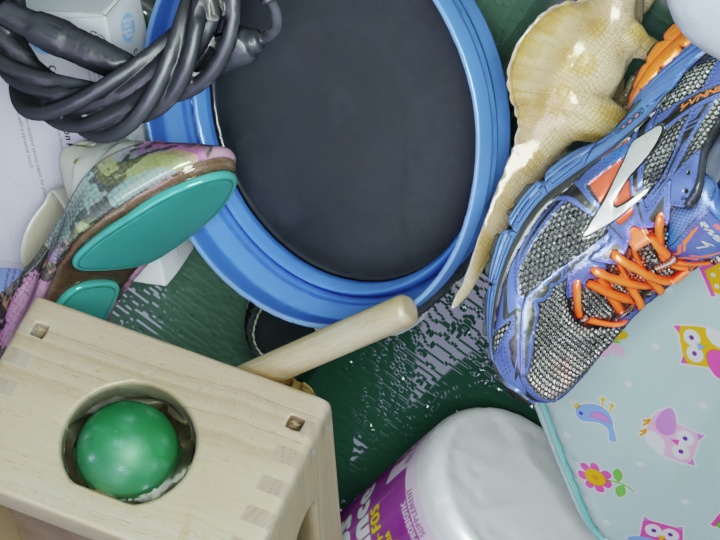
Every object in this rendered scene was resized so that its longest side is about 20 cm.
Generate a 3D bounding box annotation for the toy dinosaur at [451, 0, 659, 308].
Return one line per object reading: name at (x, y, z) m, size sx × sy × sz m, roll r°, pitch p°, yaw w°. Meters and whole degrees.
toy dinosaur at (0.097, -0.076, 1.072) m, size 0.058 × 0.101 × 0.201 m, roll 40°, pitch 108°, yaw 44°

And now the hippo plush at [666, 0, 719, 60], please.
hippo plush at (0.167, -0.146, 0.930) m, size 0.198 × 0.160 × 0.162 m, roll -17°, pitch 121°, yaw -8°

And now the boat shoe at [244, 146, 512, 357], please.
boat shoe at (0.000, 0.000, 1.208) m, size 0.076 × 0.060 × 0.200 m, roll 41°, pitch 131°, yaw -7°

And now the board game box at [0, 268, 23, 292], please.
board game box at (-0.178, -0.052, 1.286) m, size 0.102 × 0.019 × 0.201 m, roll 25°, pitch 130°, yaw 6°

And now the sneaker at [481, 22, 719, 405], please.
sneaker at (0.125, -0.025, 1.029) m, size 0.075 × 0.078 × 0.201 m, roll 31°, pitch 97°, yaw -41°

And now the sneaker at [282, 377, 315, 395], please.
sneaker at (-0.111, 0.103, 1.322) m, size 0.198 × 0.075 × 0.091 m, roll 6°, pitch 133°, yaw 18°

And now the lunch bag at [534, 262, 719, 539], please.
lunch bag at (0.153, 0.041, 1.153) m, size 0.159 × 0.077 × 0.201 m, roll -4°, pitch 121°, yaw 30°

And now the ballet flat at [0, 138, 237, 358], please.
ballet flat at (-0.131, -0.018, 1.183) m, size 0.200 × 0.069 × 0.072 m, roll -48°, pitch 58°, yaw 41°

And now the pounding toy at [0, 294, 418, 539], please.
pounding toy at (-0.080, 0.093, 1.162) m, size 0.183 × 0.143 × 0.201 m, roll 19°, pitch 150°, yaw 13°

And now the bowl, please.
bowl at (-0.015, -0.074, 1.135) m, size 0.199 × 0.039 × 0.202 m, roll 13°, pitch 111°, yaw 35°

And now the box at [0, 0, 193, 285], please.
box at (-0.194, -0.074, 1.238) m, size 0.198 × 0.041 × 0.157 m, roll 5°, pitch 125°, yaw 23°

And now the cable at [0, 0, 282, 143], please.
cable at (-0.126, -0.164, 1.124) m, size 0.163 × 0.051 × 0.201 m, roll -29°, pitch 86°, yaw 28°

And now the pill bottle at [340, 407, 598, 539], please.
pill bottle at (0.028, 0.166, 1.280) m, size 0.112 × 0.112 × 0.200 m, roll 40°, pitch 130°, yaw -5°
